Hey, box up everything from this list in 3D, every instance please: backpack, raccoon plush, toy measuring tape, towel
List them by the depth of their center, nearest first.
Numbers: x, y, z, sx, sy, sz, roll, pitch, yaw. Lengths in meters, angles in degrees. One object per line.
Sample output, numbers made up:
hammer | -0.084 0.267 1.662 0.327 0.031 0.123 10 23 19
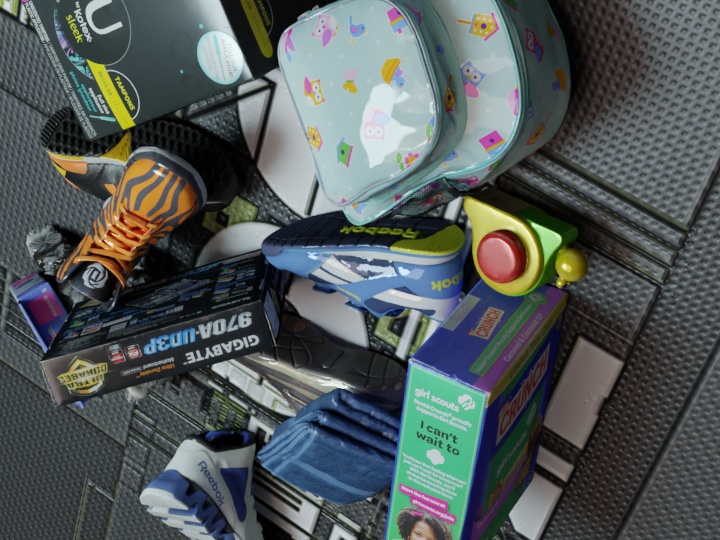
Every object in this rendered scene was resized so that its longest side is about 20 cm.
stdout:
backpack | 0.048 -0.140 1.062 0.199 0.153 0.178 -22 84 31
toy measuring tape | 0.095 -0.030 1.151 0.199 0.073 0.074 27 127 31
towel | -0.018 0.166 1.283 0.111 0.049 0.200 27 155 -9
raccoon plush | -0.247 0.037 1.432 0.200 0.096 0.135 42 154 49

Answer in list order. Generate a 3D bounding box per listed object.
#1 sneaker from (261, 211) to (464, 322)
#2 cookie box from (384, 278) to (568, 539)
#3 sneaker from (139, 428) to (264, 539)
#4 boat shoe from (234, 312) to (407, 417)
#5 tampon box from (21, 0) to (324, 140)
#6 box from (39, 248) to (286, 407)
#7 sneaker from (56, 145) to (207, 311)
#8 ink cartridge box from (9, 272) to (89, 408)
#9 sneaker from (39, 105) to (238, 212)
sneaker | 0.000 0.000 1.226 0.198 0.074 0.083 8 123 33
cookie box | 0.093 0.126 1.164 0.075 0.171 0.202 19 124 21
sneaker | -0.130 0.226 1.434 0.080 0.116 0.200 6 146 34
boat shoe | -0.050 0.100 1.312 0.198 0.074 0.074 23 125 24
tampon box | -0.153 -0.216 1.177 0.199 0.126 0.151 -15 106 38
box | -0.168 0.046 1.255 0.198 0.159 0.046 -16 107 5
sneaker | -0.200 -0.026 1.240 0.077 0.113 0.200 32 151 -8
ink cartridge box | -0.299 0.066 1.416 0.120 0.042 0.200 62 169 -11
sneaker | -0.197 -0.090 1.328 0.198 0.070 0.090 17 153 16
